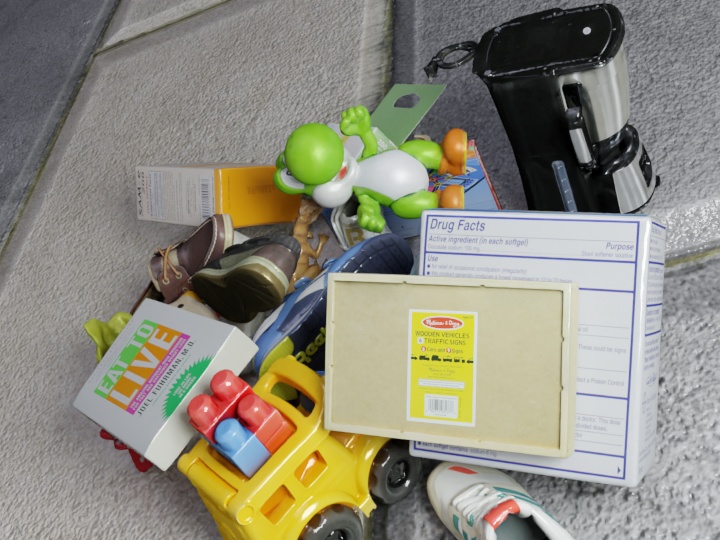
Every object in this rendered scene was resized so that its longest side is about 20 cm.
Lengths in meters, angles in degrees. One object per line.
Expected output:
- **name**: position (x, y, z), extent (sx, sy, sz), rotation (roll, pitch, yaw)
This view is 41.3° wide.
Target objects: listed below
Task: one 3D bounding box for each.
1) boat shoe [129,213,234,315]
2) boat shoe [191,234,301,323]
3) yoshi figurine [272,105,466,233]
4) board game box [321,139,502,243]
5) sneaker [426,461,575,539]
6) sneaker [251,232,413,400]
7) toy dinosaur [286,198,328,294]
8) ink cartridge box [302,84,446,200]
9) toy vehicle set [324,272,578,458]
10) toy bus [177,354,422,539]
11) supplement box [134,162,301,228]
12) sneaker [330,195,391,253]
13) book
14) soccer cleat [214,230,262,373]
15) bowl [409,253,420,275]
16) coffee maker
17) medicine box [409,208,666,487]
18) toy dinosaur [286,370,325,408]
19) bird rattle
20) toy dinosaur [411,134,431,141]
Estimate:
- **boat shoe**: position (-0.210, 0.006, 1.095), extent (0.200, 0.071, 0.073), rotation (-47, 43, 39)
- **boat shoe**: position (-0.113, 0.005, 0.976), extent (0.066, 0.072, 0.200), rotation (-49, 15, -23)
- **yoshi figurine**: position (0.006, -0.101, 0.946), extent (0.197, 0.113, 0.113), rotation (3, 32, 6)
- **board game box**: position (0.050, -0.081, 1.074), extent (0.197, 0.103, 0.020), rotation (-11, 44, 22)
- **sneaker**: position (0.112, 0.192, 0.740), extent (0.070, 0.094, 0.200), rotation (-37, 39, -10)
- **sneaker**: position (-0.034, 0.033, 0.934), extent (0.200, 0.074, 0.082), rotation (-42, 27, -10)
- **toy dinosaur**: position (-0.071, 0.020, 1.051), extent (0.059, 0.106, 0.204), rotation (5, 90, 14)
- **ink cartridge box**: position (0.004, -0.165, 1.185), extent (0.201, 0.048, 0.145), rotation (-56, 27, -6)
- **toy vehicle set**: position (0.065, 0.068, 0.731), extent (0.197, 0.026, 0.126), rotation (3, 91, 25)
- **toy bus**: position (-0.059, 0.145, 0.827), extent (0.200, 0.193, 0.135), rotation (-44, 38, -20)
- **supplement box**: position (-0.181, -0.097, 1.205), extent (0.125, 0.075, 0.198), rotation (-9, 12, -41)
- **sneaker**: position (0.000, 0.000, 1.008), extent (0.073, 0.116, 0.202), rotation (-14, 42, 13)
- **book**: position (-0.189, 0.103, 0.898), extent (0.199, 0.048, 0.134), rotation (8, 57, 55)
- **soccer cleat**: position (-0.131, 0.031, 1.104), extent (0.069, 0.077, 0.202), rotation (-50, 41, 35)
- **bowl**: position (0.125, 0.020, 0.914), extent (0.198, 0.106, 0.202), rotation (-17, 39, 15)
- **coffee maker**: position (0.195, -0.153, 0.979), extent (0.190, 0.201, 0.135), rotation (16, 54, 40)
- **medicine box**: position (0.143, 0.054, 0.765), extent (0.180, 0.103, 0.204), rotation (3, 90, 25)
- **toy dinosaur**: position (-0.105, 0.157, 0.968), extent (0.198, 0.061, 0.106), rotation (-22, 17, 22)
- **bird rattle**: position (-0.218, 0.104, 1.025), extent (0.163, 0.113, 0.200), rotation (-40, 36, 3)
- **toy dinosaur**: position (0.072, -0.104, 1.132), extent (0.198, 0.058, 0.102), rotation (-21, 46, 34)
